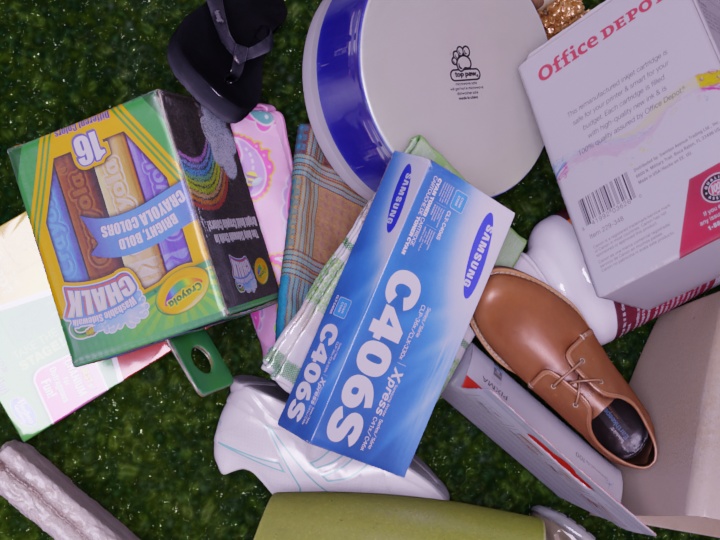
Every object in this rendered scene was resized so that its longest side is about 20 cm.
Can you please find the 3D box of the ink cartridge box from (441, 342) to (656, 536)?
[{"bbox_3d":[0.139,0.121,0.862,0.160,0.200,0.047,41,81,-5],"label":"ink cartridge box"}]

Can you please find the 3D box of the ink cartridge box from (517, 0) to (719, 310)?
[{"bbox_3d":[0.217,-0.094,0.817,0.085,0.147,0.203,14,55,-46],"label":"ink cartridge box"}]

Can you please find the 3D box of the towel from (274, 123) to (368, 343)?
[{"bbox_3d":[0.000,0.000,0.876,0.145,0.022,0.203,22,62,-36],"label":"towel"}]

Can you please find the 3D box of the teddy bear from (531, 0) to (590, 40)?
[{"bbox_3d":[0.149,-0.285,0.951,0.143,0.067,0.203,20,84,-5],"label":"teddy bear"}]

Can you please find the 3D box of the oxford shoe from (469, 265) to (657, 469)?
[{"bbox_3d":[0.156,0.072,0.842,0.200,0.071,0.071,42,96,-15],"label":"oxford shoe"}]

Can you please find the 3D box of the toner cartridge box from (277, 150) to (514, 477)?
[{"bbox_3d":[0.026,0.031,0.776,0.094,0.043,0.203,25,86,-40],"label":"toner cartridge box"}]

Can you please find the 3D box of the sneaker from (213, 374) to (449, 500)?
[{"bbox_3d":[-0.025,0.157,0.908,0.198,0.070,0.081,24,93,-1],"label":"sneaker"}]

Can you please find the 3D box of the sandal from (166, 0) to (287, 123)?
[{"bbox_3d":[-0.094,-0.182,0.851,0.076,0.201,0.043,34,124,-20],"label":"sandal"}]

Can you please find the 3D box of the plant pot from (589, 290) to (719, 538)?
[{"bbox_3d":[0.318,0.122,0.904,0.197,0.200,0.180,12,77,-8],"label":"plant pot"}]

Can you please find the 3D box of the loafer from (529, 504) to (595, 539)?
[{"bbox_3d":[0.189,0.285,0.926,0.069,0.075,0.201,-34,93,-13],"label":"loafer"}]

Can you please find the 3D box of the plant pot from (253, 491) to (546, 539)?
[{"bbox_3d":[0.013,0.242,0.833,0.197,0.187,0.190,18,85,4],"label":"plant pot"}]

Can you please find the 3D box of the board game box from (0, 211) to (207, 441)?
[{"bbox_3d":[-0.214,0.015,0.892,0.198,0.040,0.154,-32,92,-9],"label":"board game box"}]

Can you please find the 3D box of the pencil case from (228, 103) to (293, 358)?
[{"bbox_3d":[-0.068,-0.028,0.893,0.086,0.087,0.203,-21,90,-9],"label":"pencil case"}]

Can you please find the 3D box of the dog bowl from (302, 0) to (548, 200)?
[{"bbox_3d":[0.057,-0.149,0.885,0.198,0.078,0.204,3,85,-35],"label":"dog bowl"}]

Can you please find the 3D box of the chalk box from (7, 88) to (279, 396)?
[{"bbox_3d":[-0.142,-0.008,0.805,0.122,0.125,0.203,-16,89,15],"label":"chalk box"}]

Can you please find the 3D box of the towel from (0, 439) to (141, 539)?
[{"bbox_3d":[-0.196,0.199,0.841,0.200,0.132,0.035,42,78,-4],"label":"towel"}]

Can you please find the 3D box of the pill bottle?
[{"bbox_3d":[0.210,-0.009,0.924,0.198,0.113,0.114,-26,92,-10],"label":"pill bottle"}]

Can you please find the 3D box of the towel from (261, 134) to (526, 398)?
[{"bbox_3d":[0.028,0.023,0.822,0.149,0.031,0.201,41,77,-37],"label":"towel"}]
